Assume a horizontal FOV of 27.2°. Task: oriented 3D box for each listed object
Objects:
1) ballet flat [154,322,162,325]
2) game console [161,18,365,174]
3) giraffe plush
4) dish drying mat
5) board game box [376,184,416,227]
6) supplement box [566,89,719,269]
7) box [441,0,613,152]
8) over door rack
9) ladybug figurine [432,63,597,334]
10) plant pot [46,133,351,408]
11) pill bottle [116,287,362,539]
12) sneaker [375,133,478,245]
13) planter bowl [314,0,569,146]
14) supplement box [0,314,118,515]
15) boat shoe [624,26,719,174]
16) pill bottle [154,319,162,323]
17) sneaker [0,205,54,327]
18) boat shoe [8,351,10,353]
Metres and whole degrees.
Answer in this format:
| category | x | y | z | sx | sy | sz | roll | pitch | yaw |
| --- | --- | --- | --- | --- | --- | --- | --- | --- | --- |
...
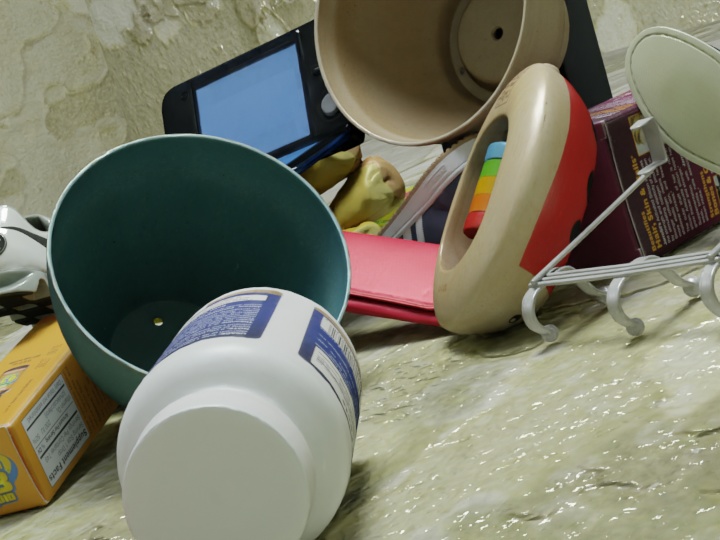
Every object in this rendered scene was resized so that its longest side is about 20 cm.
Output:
| category | x | y | z | sx | sy | sz | roll | pitch | yaw |
| --- | --- | --- | --- | --- | --- | --- | --- | --- | --- |
| ballet flat | -0.193 | 0.079 | 1.159 | 0.199 | 0.068 | 0.062 | -17 | 28 | 18 |
| game console | -0.110 | -0.114 | 1.225 | 0.199 | 0.172 | 0.118 | -20 | -19 | 29 |
| giraffe plush | -0.073 | -0.029 | 1.386 | 0.162 | 0.172 | 0.201 | -24 | 35 | 61 |
| dish drying mat | 0.000 | 0.000 | 1.114 | 0.199 | 0.018 | 0.077 | 9 | 46 | 28 |
| board game box | 0.101 | -0.064 | 1.471 | 0.101 | 0.048 | 0.200 | -24 | 11 | -33 |
| supplement box | 0.225 | -0.082 | 1.139 | 0.200 | 0.111 | 0.085 | -26 | 11 | -40 |
| box | 0.144 | -0.130 | 1.292 | 0.141 | 0.201 | 0.079 | -10 | 10 | 39 |
| over door rack | 0.208 | -0.028 | 0.938 | 0.147 | 0.067 | 0.200 | -9 | 34 | 46 |
| ladybug figurine | 0.110 | -0.046 | 1.021 | 0.072 | 0.201 | 0.136 | 21 | -9 | -12 |
| plant pot | -0.118 | 0.026 | 1.021 | 0.199 | 0.200 | 0.135 | -23 | -25 | -29 |
| pill bottle | -0.057 | 0.080 | 0.733 | 0.110 | 0.112 | 0.200 | -17 | 9 | 6 |
| sneaker | 0.073 | -0.008 | 1.175 | 0.070 | 0.109 | 0.200 | -28 | -17 | -36 |
| planter bowl | 0.081 | -0.193 | 1.176 | 0.200 | 0.201 | 0.134 | -11 | -8 | 38 |
| supplement box | -0.219 | 0.092 | 1.032 | 0.066 | 0.069 | 0.200 | -15 | 17 | 18 |
| boat shoe | 0.272 | -0.102 | 1.041 | 0.199 | 0.075 | 0.066 | 39 | 26 | 29 |
| pill bottle | -0.140 | 0.018 | 1.245 | 0.104 | 0.105 | 0.200 | -26 | 4 | -42 |
| sneaker | -0.237 | 0.004 | 1.165 | 0.074 | 0.089 | 0.200 | -13 | -19 | 7 |
| boat shoe | -0.254 | 0.055 | 1.412 | 0.199 | 0.061 | 0.076 | -15 | 10 | 18 |
